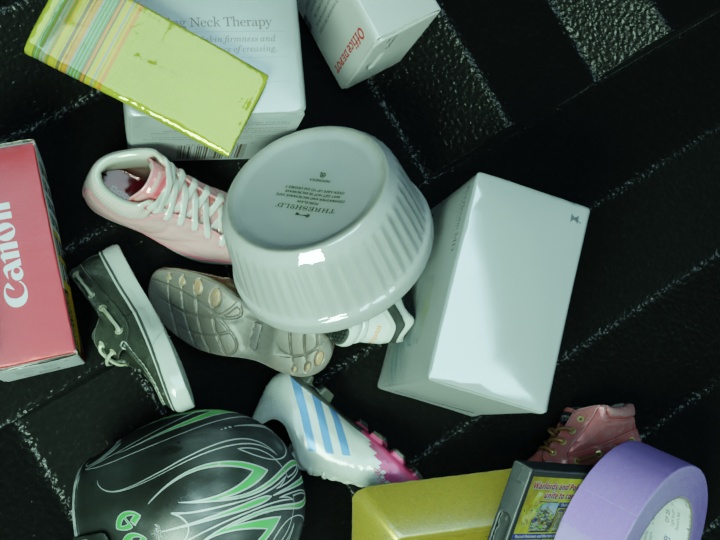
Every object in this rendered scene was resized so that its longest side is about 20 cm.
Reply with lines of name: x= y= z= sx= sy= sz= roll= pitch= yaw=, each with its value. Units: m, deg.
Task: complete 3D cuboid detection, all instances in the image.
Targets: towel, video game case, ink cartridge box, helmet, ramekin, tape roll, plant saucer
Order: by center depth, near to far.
towel: x=-0.187 y=-0.182 z=0.859 sx=0.199 sy=0.018 sz=0.086 roll=27 pitch=83 yaw=-8
ink cartridge box: x=-0.315 y=-0.007 z=0.888 sx=0.084 sy=0.176 sz=0.201 roll=-12 pitch=85 yaw=-15
helmet: x=-0.147 y=0.220 z=0.897 sx=0.190 sy=0.200 sz=0.201 roll=-15 pitch=85 yaw=2
ramekin: x=-0.037 y=-0.048 z=0.912 sx=0.202 sy=0.094 sz=0.203 roll=-10 pitch=49 yaw=12
video game case: x=0.180 y=0.275 z=0.939 sx=0.200 sy=0.025 sz=0.181 roll=16 pitch=94 yaw=-47
tape roll: x=0.264 y=0.273 z=0.956 sx=0.200 sy=0.066 sz=0.201 roll=-22 pitch=122 yaw=-40
plant saucer: x=0.092 y=0.301 z=0.958 sx=0.199 sy=0.048 sz=0.201 roll=-4 pitch=112 yaw=-14
ink cartridge box: x=-0.017 y=-0.313 z=1.021 sx=0.084 sy=0.145 sz=0.200 roll=-29 pitch=89 yaw=-17

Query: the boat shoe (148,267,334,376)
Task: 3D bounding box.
boat shoe: x=-0.118 y=0.048 z=0.984 sx=0.199 sy=0.072 sz=0.076 roll=24 pitch=107 yaw=6

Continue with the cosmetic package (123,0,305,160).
cosmetic package: x=-0.154 y=-0.225 z=0.965 sx=0.167 sy=0.166 sz=0.201 roll=-4 pitch=82 yaw=-13

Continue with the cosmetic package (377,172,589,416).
cosmetic package: x=0.116 y=0.034 z=0.971 sx=0.122 sy=0.200 sz=0.200 roll=17 pitch=77 yaw=-10

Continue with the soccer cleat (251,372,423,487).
soccer cleat: x=-0.023 y=0.186 z=0.990 sx=0.200 sy=0.070 sz=0.086 roll=40 pitch=85 yaw=1

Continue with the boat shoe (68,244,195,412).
boat shoe: x=-0.220 y=0.063 z=0.930 sx=0.064 sy=0.071 sz=0.200 roll=-28 pitch=56 yaw=-13

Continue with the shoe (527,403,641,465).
shoe: x=0.214 y=0.194 z=1.040 sx=0.199 sy=0.071 sz=0.091 roll=-5 pitch=81 yaw=-19

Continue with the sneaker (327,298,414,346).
sneaker: x=0.000 y=0.000 z=0.989 sx=0.080 sy=0.074 sz=0.200 roll=9 pitch=46 yaw=-22

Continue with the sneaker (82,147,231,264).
sneaker: x=-0.178 y=-0.063 z=0.967 sx=0.200 sy=0.105 sz=0.076 roll=19 pitch=76 yaw=-11
